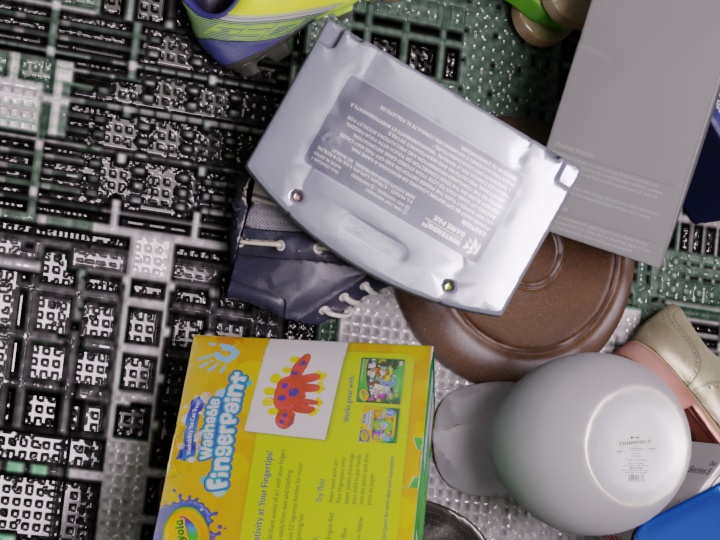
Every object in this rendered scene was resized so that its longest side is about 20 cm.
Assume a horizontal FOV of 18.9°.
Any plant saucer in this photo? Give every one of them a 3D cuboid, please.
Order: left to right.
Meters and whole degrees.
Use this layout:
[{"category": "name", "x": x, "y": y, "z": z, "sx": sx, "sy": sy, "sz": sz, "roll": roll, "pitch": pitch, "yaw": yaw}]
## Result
[{"category": "plant saucer", "x": 0.118, "y": -0.014, "z": 1.569, "sx": 0.198, "sy": 0.032, "sz": 0.202, "roll": 1, "pitch": 87, "yaw": -22}]

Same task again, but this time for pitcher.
[{"category": "pitcher", "x": 0.164, "y": 0.116, "z": 1.489, "sx": 0.170, "sy": 0.200, "sz": 0.123, "roll": -5, "pitch": 89, "yaw": -22}]

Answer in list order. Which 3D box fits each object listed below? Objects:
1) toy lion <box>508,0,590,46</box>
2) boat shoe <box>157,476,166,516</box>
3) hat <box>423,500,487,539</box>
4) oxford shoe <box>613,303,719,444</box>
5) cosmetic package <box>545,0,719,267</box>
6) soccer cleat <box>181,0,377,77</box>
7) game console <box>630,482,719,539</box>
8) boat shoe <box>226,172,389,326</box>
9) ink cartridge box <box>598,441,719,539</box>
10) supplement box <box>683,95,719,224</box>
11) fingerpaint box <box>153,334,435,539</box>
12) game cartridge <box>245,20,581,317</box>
[{"category": "toy lion", "x": 0.086, "y": -0.280, "z": 1.553, "sx": 0.198, "sy": 0.069, "sz": 0.194, "roll": 15, "pitch": 74, "yaw": -20}, {"category": "boat shoe", "x": -0.128, "y": 0.234, "z": 1.442, "sx": 0.067, "sy": 0.072, "sz": 0.202, "roll": 17, "pitch": 75, "yaw": -14}, {"category": "hat", "x": 0.010, "y": 0.244, "z": 1.486, "sx": 0.199, "sy": 0.081, "sz": 0.203, "roll": -1, "pitch": 99, "yaw": -6}, {"category": "oxford shoe", "x": 0.276, "y": 0.111, "z": 1.602, "sx": 0.200, "sy": 0.071, "sz": 0.074, "roll": 48, "pitch": 70, "yaw": -12}, {"category": "cosmetic package", "x": 0.192, "y": -0.115, "z": 1.492, "sx": 0.106, "sy": 0.090, "sz": 0.202, "roll": 20, "pitch": 101, "yaw": 8}, {"category": "soccer cleat", "x": -0.034, "y": -0.208, "z": 1.453, "sx": 0.199, "sy": 0.065, "sz": 0.084, "roll": -31, "pitch": 113, "yaw": 21}, {"category": "game console", "x": 0.298, "y": 0.231, "z": 1.475, "sx": 0.199, "sy": 0.118, "sz": 0.172, "roll": -23, "pitch": 127, "yaw": -17}, {"category": "boat shoe", "x": 0.000, "y": 0.000, "z": 1.490, "sx": 0.198, "sy": 0.075, "sz": 0.094, "roll": 14, "pitch": 87, "yaw": 2}, {"category": "ink cartridge box", "x": 0.274, "y": 0.222, "z": 1.553, "sx": 0.084, "sy": 0.145, "sz": 0.200, "roll": -46, "pitch": 102, "yaw": -15}, {"category": "supplement box", "x": 0.318, "y": -0.136, "z": 1.610, "sx": 0.199, "sy": 0.109, "sz": 0.109, "roll": -36, "pitch": 100, "yaw": -19}, {"category": "fingerpaint box", "x": -0.040, "y": 0.142, "z": 1.393, "sx": 0.165, "sy": 0.074, "sz": 0.201, "roll": 2, "pitch": 46, "yaw": 5}, {"category": "game cartridge", "x": 0.031, "y": -0.060, "z": 1.438, "sx": 0.199, "sy": 0.041, "sz": 0.134, "roll": 31, "pitch": 85, "yaw": -2}]
